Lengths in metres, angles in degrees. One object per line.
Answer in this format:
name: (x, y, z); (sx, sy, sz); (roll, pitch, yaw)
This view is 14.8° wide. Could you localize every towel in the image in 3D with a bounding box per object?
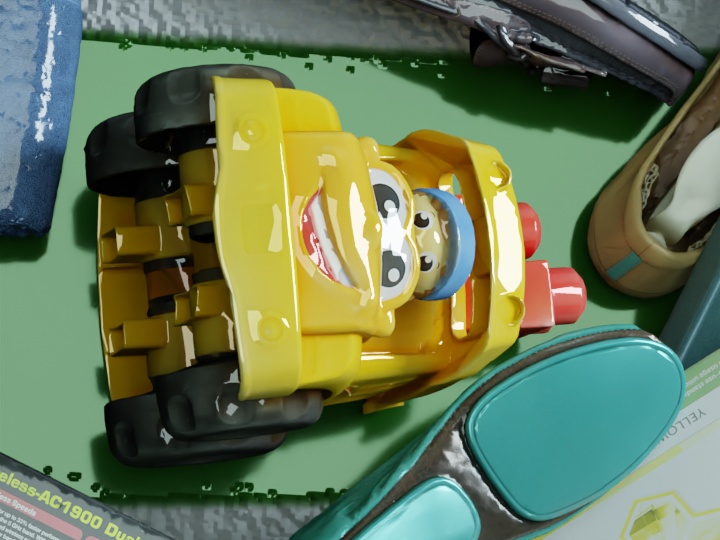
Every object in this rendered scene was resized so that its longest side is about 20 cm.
towel: (-0.167, -0.113, 1.121); (0.112, 0.049, 0.200); (7, 79, -7)

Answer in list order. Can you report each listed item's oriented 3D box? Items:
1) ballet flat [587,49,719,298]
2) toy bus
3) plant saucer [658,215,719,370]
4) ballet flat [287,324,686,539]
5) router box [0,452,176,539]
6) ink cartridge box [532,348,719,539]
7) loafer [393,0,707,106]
ballet flat: (0.172, -0.069, 1.155); (0.069, 0.063, 0.200); (38, 77, -1)
toy bus: (0.000, 0.000, 1.056); (0.192, 0.200, 0.136); (-1, 81, -16)
plant saucer: (0.176, -0.010, 1.101); (0.070, 0.019, 0.200); (20, 123, -4)
ballet flat: (0.036, 0.083, 1.063); (0.200, 0.070, 0.067); (-36, 104, -23)
router box: (-0.136, 0.157, 1.071); (0.200, 0.062, 0.150); (27, 77, -3)
ink cartridge box: (0.142, 0.142, 1.061); (0.145, 0.048, 0.200); (-32, 56, 5)
loafer: (0.045, -0.115, 1.147); (0.200, 0.072, 0.063); (30, 97, -7)
